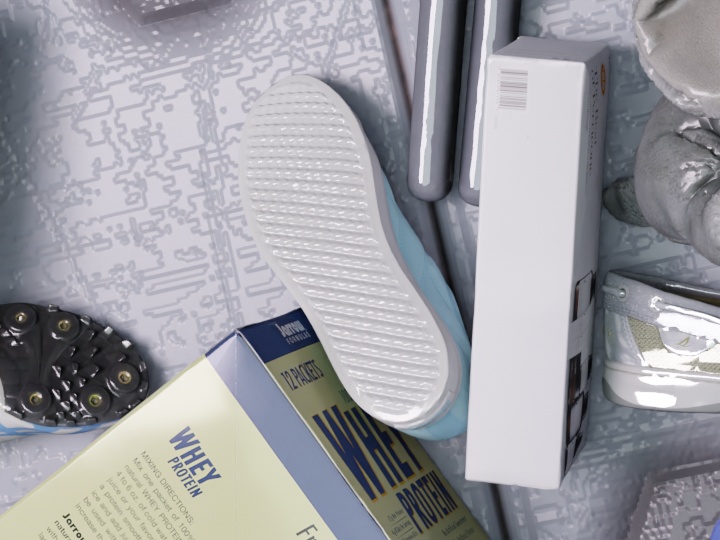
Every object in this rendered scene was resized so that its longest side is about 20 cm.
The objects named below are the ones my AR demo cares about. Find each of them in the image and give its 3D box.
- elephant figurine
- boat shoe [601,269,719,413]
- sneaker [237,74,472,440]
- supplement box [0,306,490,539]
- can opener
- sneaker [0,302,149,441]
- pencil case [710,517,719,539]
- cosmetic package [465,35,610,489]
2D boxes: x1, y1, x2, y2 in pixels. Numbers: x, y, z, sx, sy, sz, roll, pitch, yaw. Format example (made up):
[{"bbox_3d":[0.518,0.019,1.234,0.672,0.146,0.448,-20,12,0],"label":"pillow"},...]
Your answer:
[{"bbox_3d":[0.196,-0.107,1.330,0.154,0.142,0.202,2,102,0],"label":"elephant figurine"},{"bbox_3d":[0.210,0.030,1.366,0.201,0.074,0.065,-1,99,22],"label":"boat shoe"},{"bbox_3d":[0.000,0.000,1.425,0.074,0.082,0.201,-26,64,11],"label":"sneaker"},{"bbox_3d":[-0.057,0.157,1.416,0.199,0.134,0.200,-38,85,15],"label":"supplement box"},{"bbox_3d":[0.050,-0.130,1.403,0.052,0.066,0.202,7,101,13],"label":"can opener"},{"bbox_3d":[-0.204,0.062,1.493,0.198,0.073,0.072,-4,65,4],"label":"sneaker"},{"bbox_3d":[0.230,0.188,1.336,0.078,0.087,0.201,-27,58,4],"label":"pencil case"},{"bbox_3d":[0.085,-0.005,1.382,0.050,0.083,0.202,5,102,10],"label":"cosmetic package"}]
